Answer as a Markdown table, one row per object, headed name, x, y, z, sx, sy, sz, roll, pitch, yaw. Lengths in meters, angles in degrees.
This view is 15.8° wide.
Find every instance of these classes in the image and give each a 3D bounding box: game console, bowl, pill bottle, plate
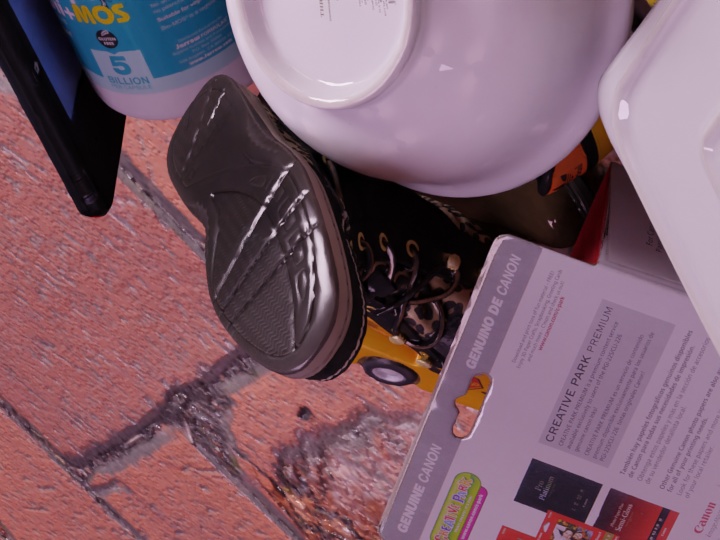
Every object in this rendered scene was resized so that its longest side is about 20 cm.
| name | x | y | z | sx | sy | sz | roll | pitch | yaw |
| --- | --- | --- | --- | --- | --- | --- | --- | --- | --- |
| game console | -0.163 | -0.152 | 1.328 | 0.031 | 0.178 | 0.201 | -16 | 131 | 11 |
| bowl | 0.009 | -0.122 | 1.103 | 0.200 | 0.090 | 0.203 | 12 | 109 | 36 |
| pill bottle | -0.115 | -0.179 | 1.267 | 0.110 | 0.111 | 0.201 | 18 | 145 | 39 |
| plate | 0.157 | -0.041 | 0.967 | 0.201 | 0.032 | 0.200 | 65 | 151 | 22 |

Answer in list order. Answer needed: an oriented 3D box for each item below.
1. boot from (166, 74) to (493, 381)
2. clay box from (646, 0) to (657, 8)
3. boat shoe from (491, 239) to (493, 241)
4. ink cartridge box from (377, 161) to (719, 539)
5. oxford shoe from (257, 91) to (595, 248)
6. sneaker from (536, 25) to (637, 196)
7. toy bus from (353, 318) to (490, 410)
| name | x | y | z | sx | sy | sz | roll | pitch | yaw |
| --- | --- | --- | --- | --- | --- | --- | --- | --- | --- |
| boot | 0.000 | 0.000 | 1.166 | 0.150 | 0.073 | 0.200 | 27 | -163 | -32 |
| clay box | 0.126 | -0.179 | 1.010 | 0.114 | 0.048 | 0.201 | 3 | 135 | 52 |
| boat shoe | 0.045 | 0.009 | 1.383 | 0.200 | 0.074 | 0.069 | 47 | 178 | 2 |
| ink cartridge box | 0.119 | 0.060 | 1.204 | 0.174 | 0.084 | 0.201 | 19 | 127 | -3 |
| oxford shoe | 0.029 | -0.048 | 1.305 | 0.199 | 0.085 | 0.073 | 24 | 147 | 29 |
| sneaker | 0.036 | -0.114 | 1.182 | 0.200 | 0.090 | 0.070 | 36 | 154 | 10 |
| toy bus | 0.091 | 0.040 | 1.298 | 0.199 | 0.066 | 0.078 | 21 | 157 | -7 |
